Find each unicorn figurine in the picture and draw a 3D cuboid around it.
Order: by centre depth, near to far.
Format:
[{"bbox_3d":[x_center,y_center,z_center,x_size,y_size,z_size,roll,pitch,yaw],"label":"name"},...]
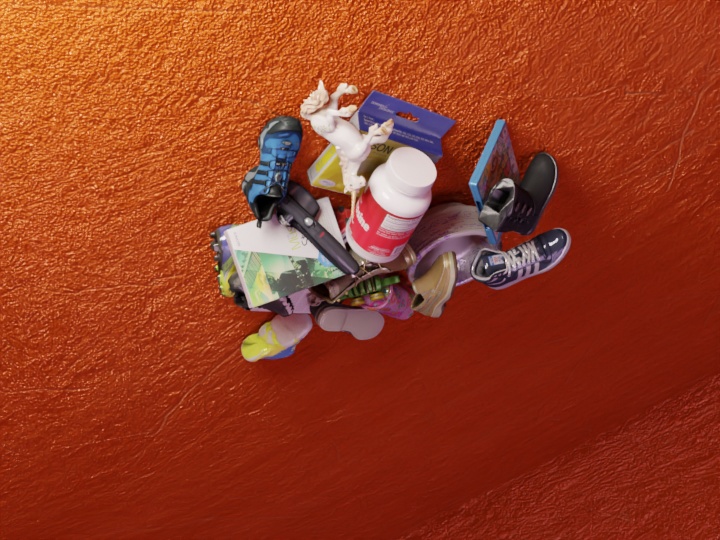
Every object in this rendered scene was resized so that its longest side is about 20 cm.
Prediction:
[{"bbox_3d":[-0.017,-0.207,1.374,0.137,0.200,0.074,-31,-168,41],"label":"unicorn figurine"}]

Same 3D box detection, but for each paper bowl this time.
[{"bbox_3d":[0.174,-0.057,1.729,0.199,0.105,0.201,-14,149,-9],"label":"paper bowl"}]

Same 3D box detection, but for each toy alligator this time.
[{"bbox_3d":[-0.020,0.039,1.710,0.198,0.060,0.054,-14,172,13],"label":"toy alligator"}]

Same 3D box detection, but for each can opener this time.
[{"bbox_3d":[-0.074,-0.065,1.503,0.079,0.200,0.063,-44,-171,-6],"label":"can opener"}]

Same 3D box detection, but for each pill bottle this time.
[{"bbox_3d":[0.054,-0.113,1.487,0.111,0.113,0.201,-3,146,-25],"label":"pill bottle"}]

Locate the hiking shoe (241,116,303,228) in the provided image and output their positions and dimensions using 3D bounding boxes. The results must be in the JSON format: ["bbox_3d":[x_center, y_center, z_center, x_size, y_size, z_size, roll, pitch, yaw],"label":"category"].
[{"bbox_3d":[-0.134,-0.163,1.407,0.074,0.087,0.201,-2,145,-26],"label":"hiking shoe"}]

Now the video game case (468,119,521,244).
[{"bbox_3d":[0.252,-0.159,1.589,0.018,0.144,0.200,15,156,27],"label":"video game case"}]

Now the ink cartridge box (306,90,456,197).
[{"bbox_3d":[0.041,-0.202,1.487,0.196,0.047,0.200,10,140,-38],"label":"ink cartridge box"}]

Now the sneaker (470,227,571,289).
[{"bbox_3d":[0.305,-0.026,1.672,0.199,0.071,0.108,-32,152,29],"label":"sneaker"}]

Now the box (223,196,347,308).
[{"bbox_3d":[-0.126,-0.033,1.535,0.198,0.146,0.036,-20,-179,-17],"label":"box"}]

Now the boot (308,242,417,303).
[{"bbox_3d":[0.000,0.000,1.624,0.154,0.073,0.199,-36,-159,-30],"label":"boot"}]

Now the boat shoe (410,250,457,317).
[{"bbox_3d":[0.138,0.031,1.691,0.075,0.072,0.201,4,143,-6],"label":"boat shoe"}]

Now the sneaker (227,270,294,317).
[{"bbox_3d":[-0.192,0.043,1.627,0.090,0.067,0.200,-29,150,2],"label":"sneaker"}]

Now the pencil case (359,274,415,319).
[{"bbox_3d":[0.059,0.053,1.821,0.087,0.088,0.200,-29,162,16],"label":"pencil case"}]

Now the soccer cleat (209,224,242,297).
[{"bbox_3d":[-0.231,-0.013,1.610,0.083,0.065,0.201,-13,148,-12],"label":"soccer cleat"}]

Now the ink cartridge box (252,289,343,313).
[{"bbox_3d":[-0.111,0.026,1.761,0.198,0.050,0.161,5,142,-29],"label":"ink cartridge box"}]

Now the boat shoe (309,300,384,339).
[{"bbox_3d":[-0.027,0.097,1.826,0.199,0.062,0.073,13,107,-47],"label":"boat shoe"}]

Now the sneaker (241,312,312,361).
[{"bbox_3d":[-0.165,0.143,1.894,0.199,0.076,0.105,-25,161,30],"label":"sneaker"}]

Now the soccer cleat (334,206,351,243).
[{"bbox_3d":[-0.086,-0.050,1.634,0.199,0.069,0.085,-28,144,4],"label":"soccer cleat"}]

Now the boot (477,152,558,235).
[{"bbox_3d":[0.292,-0.148,1.584,0.199,0.065,0.166,5,102,-59],"label":"boot"}]
